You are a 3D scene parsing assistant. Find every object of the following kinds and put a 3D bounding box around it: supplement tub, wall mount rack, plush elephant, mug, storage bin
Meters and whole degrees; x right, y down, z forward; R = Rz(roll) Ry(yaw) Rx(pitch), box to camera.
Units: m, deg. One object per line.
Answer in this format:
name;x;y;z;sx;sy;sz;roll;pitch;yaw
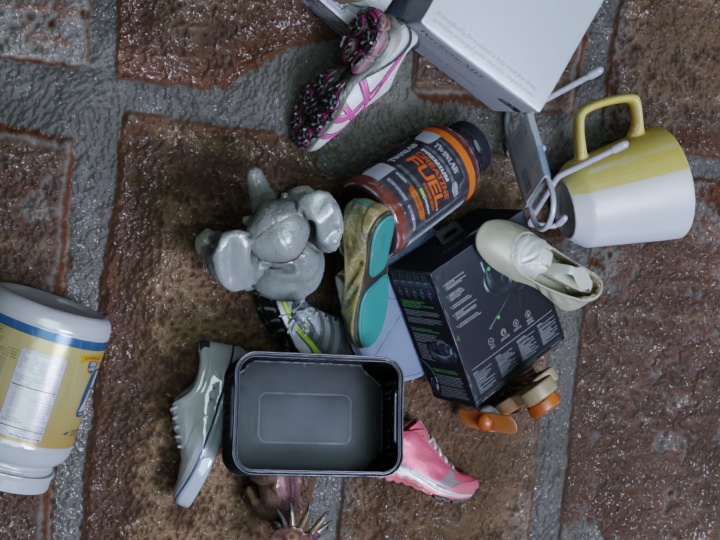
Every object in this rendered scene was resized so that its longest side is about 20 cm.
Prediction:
supplement tub;-0.370;0.128;1.309;0.143;0.144;0.203;19;91;-23
supplement tub;0.073;-0.109;1.456;0.199;0.106;0.108;-38;110;-32
wall mount rack;0.247;-0.152;1.477;0.074;0.174;0.202;2;56;-20
plush elephant;-0.098;-0.041;1.347;0.163;0.201;0.156;-20;143;-12
mug;0.329;-0.116;1.567;0.151;0.150;0.189;-14;71;-10
storage bin;-0.056;0.169;1.378;0.197;0.094;0.137;3;80;-13

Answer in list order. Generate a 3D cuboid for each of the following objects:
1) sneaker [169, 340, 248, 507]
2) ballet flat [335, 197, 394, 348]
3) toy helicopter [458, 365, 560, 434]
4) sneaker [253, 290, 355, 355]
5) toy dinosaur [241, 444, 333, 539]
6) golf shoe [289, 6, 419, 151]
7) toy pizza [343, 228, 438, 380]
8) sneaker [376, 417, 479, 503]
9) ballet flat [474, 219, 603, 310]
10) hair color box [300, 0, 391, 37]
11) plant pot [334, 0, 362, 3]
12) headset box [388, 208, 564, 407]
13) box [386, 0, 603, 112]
sneaker;-0.198;0.181;1.434;0.070;0.073;0.203;19;85;-7
ballet flat;0.000;0.000;1.401;0.070;0.071;0.202;-11;131;-19
toy helicopter;0.199;0.163;1.515;0.131;0.200;0.079;-31;84;-10
sneaker;-0.061;0.069;1.470;0.081;0.074;0.201;-41;116;-21
toy dinosaur;-0.095;0.263;1.442;0.085;0.135;0.203;-18;103;-18
golf shoe;-0.005;-0.214;1.414;0.091;0.073;0.200;13;128;-43
toy pizza;0.053;0.039;1.511;0.198;0.032;0.203;-4;97;-36
sneaker;0.079;0.240;1.542;0.198;0.074;0.088;21;89;-23
ballet flat;0.226;-0.008;1.459;0.199;0.069;0.070;27;88;-35
hair color box;0.011;-0.387;1.427;0.109;0.065;0.201;38;82;-23
plant pot;-0.051;-0.392;1.304;0.200;0.092;0.204;9;80;-62
headset box;0.145;0.037;1.501;0.173;0.092;0.202;-33;112;-30
box;0.168;-0.330;1.460;0.198;0.130;0.202;32;86;-22
